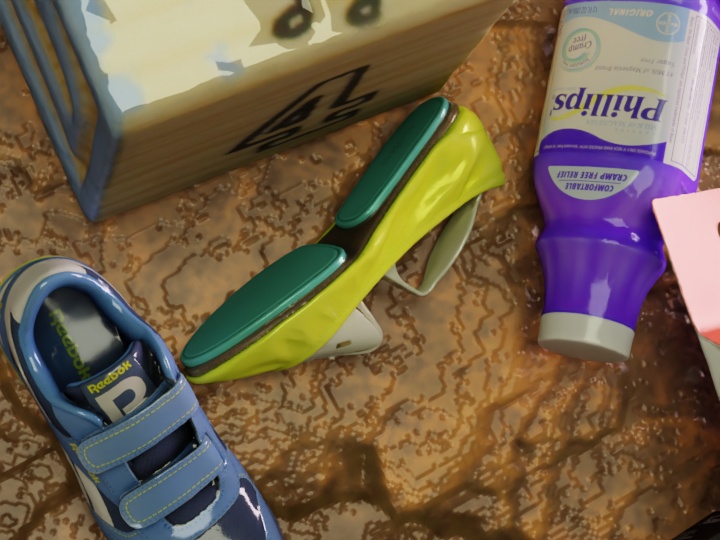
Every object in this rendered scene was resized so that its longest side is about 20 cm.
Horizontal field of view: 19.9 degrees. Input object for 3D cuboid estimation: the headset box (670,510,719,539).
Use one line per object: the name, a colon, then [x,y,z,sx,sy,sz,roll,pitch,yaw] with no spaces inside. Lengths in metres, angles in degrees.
headset box: [0.142,0.228,0.992,0.200,0.077,0.149,-31,86,-13]

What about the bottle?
bottle: [0.130,-0.055,1.039,0.083,0.065,0.200,6,77,30]

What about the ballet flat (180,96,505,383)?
ballet flat: [0.000,0.000,1.016,0.200,0.067,0.067,-47,112,-16]

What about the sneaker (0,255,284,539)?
sneaker: [-0.107,0.078,0.969,0.074,0.082,0.200,-38,90,-16]

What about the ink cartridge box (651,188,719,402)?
ink cartridge box: [0.235,0.047,1.016,0.162,0.057,0.200,-10,84,-47]

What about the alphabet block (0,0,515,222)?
alphabet block: [-0.066,-0.158,0.961,0.200,0.196,0.196,-23,86,-14]
